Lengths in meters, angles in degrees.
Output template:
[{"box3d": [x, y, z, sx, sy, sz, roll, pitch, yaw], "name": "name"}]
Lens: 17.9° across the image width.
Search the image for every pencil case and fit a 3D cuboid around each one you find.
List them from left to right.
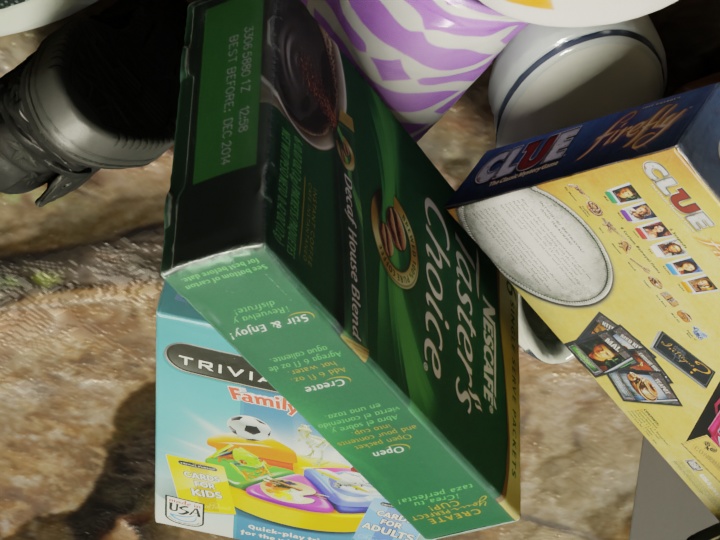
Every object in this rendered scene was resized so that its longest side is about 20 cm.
[{"box3d": [-0.001, -0.087, 0.888, 0.086, 0.084, 0.200, 60, 140, 10], "name": "pencil case"}]

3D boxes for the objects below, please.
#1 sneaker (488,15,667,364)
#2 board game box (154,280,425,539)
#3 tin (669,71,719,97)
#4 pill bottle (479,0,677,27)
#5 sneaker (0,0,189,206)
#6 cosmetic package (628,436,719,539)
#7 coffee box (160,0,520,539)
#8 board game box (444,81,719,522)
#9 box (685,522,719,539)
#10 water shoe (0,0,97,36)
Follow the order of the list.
[{"box3d": [0.091, -0.033, 0.922, 0.073, 0.071, 0.200, -11, 149, -6], "name": "sneaker"}, {"box3d": [-0.026, 0.075, 1.141, 0.150, 0.047, 0.200, 11, 145, 3], "name": "board game box"}, {"box3d": [0.158, 0.001, 0.924, 0.042, 0.112, 0.200, -16, 142, -4], "name": "tin"}, {"box3d": [0.057, -0.181, 0.707, 0.112, 0.112, 0.200, 0, 143, 18], "name": "pill bottle"}, {"box3d": [-0.115, -0.058, 0.895, 0.104, 0.200, 0.060, -37, 100, 19], "name": "sneaker"}, {"box3d": [0.182, 0.140, 1.034, 0.106, 0.201, 0.090, -16, 138, 31], "name": "cosmetic package"}, {"box3d": [0.000, 0.000, 0.830, 0.044, 0.123, 0.200, -16, 140, 23], "name": "coffee box"}, {"box3d": [0.140, 0.026, 0.845, 0.200, 0.035, 0.135, 48, 150, -19], "name": "board game box"}, {"box3d": [0.222, 0.159, 0.838, 0.193, 0.047, 0.200, 50, 151, 0], "name": "box"}, {"box3d": [-0.162, -0.134, 0.879, 0.199, 0.072, 0.079, -11, 133, 28], "name": "water shoe"}]
